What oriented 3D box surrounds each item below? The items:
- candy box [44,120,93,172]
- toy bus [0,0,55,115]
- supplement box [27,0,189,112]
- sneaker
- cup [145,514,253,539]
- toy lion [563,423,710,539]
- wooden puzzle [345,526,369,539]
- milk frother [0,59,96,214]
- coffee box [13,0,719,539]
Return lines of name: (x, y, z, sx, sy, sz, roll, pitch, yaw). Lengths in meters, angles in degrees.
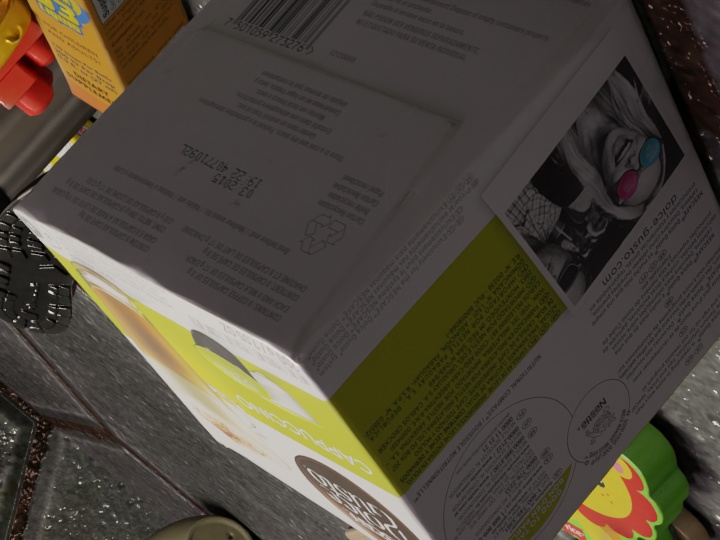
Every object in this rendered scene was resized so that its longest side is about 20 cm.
candy box: (-0.223, -0.080, 1.529, 0.102, 0.026, 0.200, 34, 163, 17)
toy bus: (-0.251, -0.159, 1.102, 0.192, 0.136, 0.200, 42, -167, -20)
supplement box: (-0.148, -0.161, 1.062, 0.067, 0.069, 0.200, 32, 160, 23)
sneaker: (-0.207, -0.039, 1.294, 0.076, 0.088, 0.200, 21, 148, -13)
cup: (-0.212, 0.414, 2.584, 0.200, 0.200, 0.143, 39, 138, 6)
toy lion: (0.126, 0.114, 1.181, 0.200, 0.069, 0.192, 24, 150, 47)
wooden puzzle: (0.079, 0.297, 1.807, 0.185, 0.046, 0.200, 42, 169, -2)
milk frother: (-0.258, -0.094, 1.247, 0.200, 0.188, 0.181, 29, 165, 44)
coffee box: (0.016, -0.009, 0.834, 0.200, 0.200, 0.198, 27, 159, 43)
